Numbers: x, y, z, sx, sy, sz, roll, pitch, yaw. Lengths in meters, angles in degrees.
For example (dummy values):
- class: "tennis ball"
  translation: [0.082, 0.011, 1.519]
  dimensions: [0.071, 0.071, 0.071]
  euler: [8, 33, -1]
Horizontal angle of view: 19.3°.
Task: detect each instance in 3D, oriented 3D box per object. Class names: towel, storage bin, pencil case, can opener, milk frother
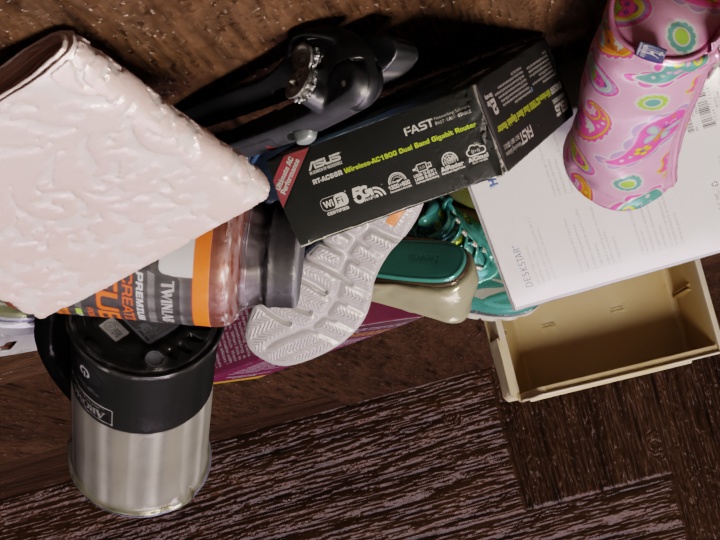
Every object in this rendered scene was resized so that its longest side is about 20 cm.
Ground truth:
- class: "towel"
  translation: [-0.184, -0.052, 1.271]
  dimensions: [0.191, 0.032, 0.200]
  euler: [-28, 146, 21]
- class: "storage bin"
  translation: [0.214, 0.008, 2.002]
  dimensions: [0.198, 0.200, 0.094]
  euler: [-13, 173, -10]
- class: "pencil case"
  translation: [0.187, -0.118, 1.387]
  dimensions: [0.087, 0.088, 0.200]
  euler: [-13, 154, -12]
- class: "can opener"
  translation: [-0.053, -0.102, 1.341]
  dimensions: [0.079, 0.063, 0.200]
  euler: [17, 153, -42]
- class: "milk frother"
  translation: [-0.141, 0.055, 1.636]
  dimensions: [0.200, 0.181, 0.188]
  euler: [-17, 146, -20]

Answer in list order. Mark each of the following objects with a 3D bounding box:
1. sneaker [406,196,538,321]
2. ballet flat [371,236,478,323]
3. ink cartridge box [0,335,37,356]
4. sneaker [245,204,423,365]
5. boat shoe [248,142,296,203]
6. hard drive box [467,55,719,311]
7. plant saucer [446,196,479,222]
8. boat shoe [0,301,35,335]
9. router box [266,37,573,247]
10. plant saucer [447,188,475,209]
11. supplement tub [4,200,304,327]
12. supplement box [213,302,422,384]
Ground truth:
- class: "sneaker"
  translation: [0.061, -0.024, 1.684]
  dimensions: [0.200, 0.078, 0.080]
  euler: [29, 166, -3]
- class: "ballet flat"
  translation: [0.000, 0.000, 1.663]
  dimensions: [0.200, 0.070, 0.069]
  euler: [14, -177, 23]
- class: "ink cartridge box"
  translation: [-0.239, 0.030, 1.901]
  dimensions: [0.200, 0.050, 0.109]
  euler: [-10, 170, -21]
- class: "sneaker"
  translation: [-0.017, -0.023, 1.603]
  dimensions: [0.200, 0.078, 0.112]
  euler: [-51, -162, 20]
- class: "boat shoe"
  translation: [-0.096, -0.050, 1.519]
  dimensions: [0.200, 0.084, 0.069]
  euler: [-21, -179, 26]
- class: "hard drive box"
  translation: [0.182, -0.076, 1.553]
  dimensions: [0.200, 0.156, 0.077]
  euler: [-16, -150, 10]
- class: "plant saucer"
  translation: [0.121, -0.043, 1.839]
  dimensions: [0.200, 0.035, 0.200]
  euler: [10, -167, -2]
- class: "boat shoe"
  translation: [-0.227, -0.004, 1.709]
  dimensions: [0.200, 0.072, 0.062]
  euler: [-16, 147, -15]
- class: "router box"
  translation: [0.044, -0.088, 1.396]
  dimensions: [0.150, 0.062, 0.200]
  euler: [-18, -171, 22]
- class: "plant saucer"
  translation: [0.147, -0.053, 1.715]
  dimensions: [0.200, 0.031, 0.200]
  euler: [17, -173, -2]
- class: "supplement tub"
  translation: [-0.138, -0.018, 1.418]
  dimensions: [0.200, 0.107, 0.107]
  euler: [5, 171, 2]
- class: "supplement box"
  translation: [-0.065, 0.010, 1.799]
  dimensions: [0.200, 0.131, 0.103]
  euler: [-20, 171, 36]
